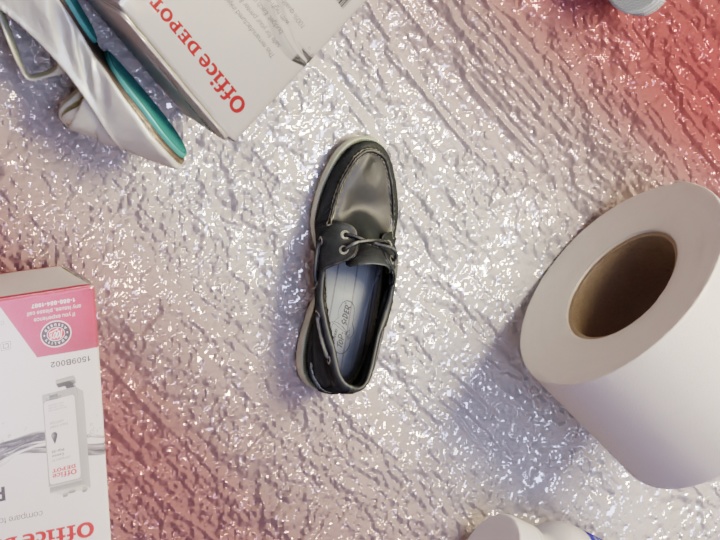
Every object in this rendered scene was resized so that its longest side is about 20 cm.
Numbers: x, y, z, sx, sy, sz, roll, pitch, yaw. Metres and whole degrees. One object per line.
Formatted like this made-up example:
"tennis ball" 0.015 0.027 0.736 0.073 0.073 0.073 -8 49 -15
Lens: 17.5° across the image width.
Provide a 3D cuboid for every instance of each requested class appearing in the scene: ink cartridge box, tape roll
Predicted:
"ink cartridge box" -0.260 0.109 1.675 0.145 0.083 0.202 -9 105 -24
"tape roll" 0.244 0.052 1.843 0.203 0.202 0.139 -50 116 -8
"ink cartridge box" -0.084 -0.217 1.682 0.200 0.083 0.147 -47 125 -10

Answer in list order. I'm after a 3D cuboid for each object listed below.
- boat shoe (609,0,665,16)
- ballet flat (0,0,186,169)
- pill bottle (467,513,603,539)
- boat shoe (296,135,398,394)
"boat shoe" 0.195 -0.296 1.825 0.071 0.062 0.202 -13 95 19
"ballet flat" -0.202 -0.143 1.668 0.069 0.069 0.201 -40 111 -13
"pill bottle" 0.178 0.271 1.908 0.199 0.112 0.113 29 88 -28
"boat shoe" -0.002 0.000 1.787 0.074 0.066 0.201 12 96 -27
